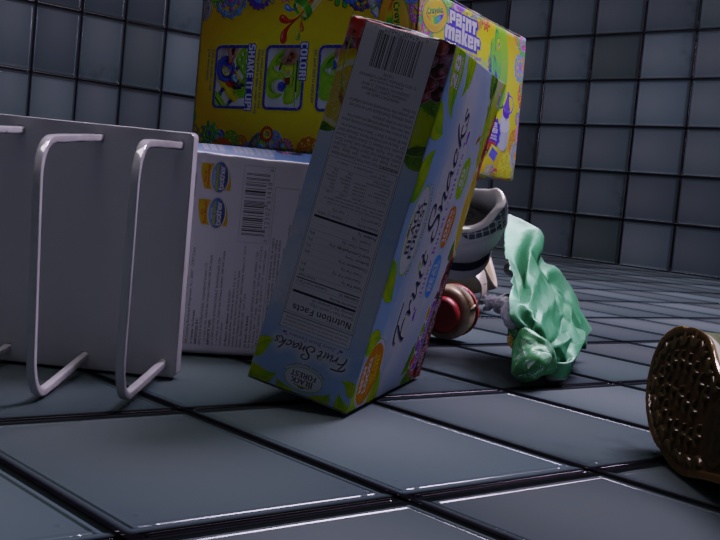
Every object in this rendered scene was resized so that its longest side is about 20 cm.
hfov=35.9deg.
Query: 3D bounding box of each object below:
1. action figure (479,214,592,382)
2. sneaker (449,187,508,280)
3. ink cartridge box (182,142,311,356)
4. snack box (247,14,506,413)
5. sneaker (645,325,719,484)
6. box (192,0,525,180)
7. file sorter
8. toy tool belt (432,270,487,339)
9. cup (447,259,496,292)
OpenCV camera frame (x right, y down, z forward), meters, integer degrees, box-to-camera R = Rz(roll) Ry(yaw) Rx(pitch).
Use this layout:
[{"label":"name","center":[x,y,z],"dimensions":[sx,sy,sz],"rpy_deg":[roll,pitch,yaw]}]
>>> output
[{"label":"action figure","center":[0.130,0.035,0.822],"dimensions":[0.118,0.055,0.200],"rpy_deg":[49,19,-5]},{"label":"sneaker","center":[0.014,-0.050,0.851],"dimensions":[0.197,0.077,0.081],"rpy_deg":[5,-25,-5]},{"label":"ink cartridge box","center":[-0.080,-0.015,0.765],"dimensions":[0.197,0.138,0.076],"rpy_deg":[5,8,-15]},{"label":"snack box","center":[0.016,-0.031,0.654],"dimensions":[0.067,0.203,0.168],"rpy_deg":[17,6,15]},{"label":"sneaker","center":[0.199,0.074,0.501],"dimensions":[0.089,0.068,0.200],"rpy_deg":[13,4,-4]},{"label":"box","center":[0.004,-0.145,0.884],"dimensions":[0.191,0.124,0.199],"rpy_deg":[6,2,31]},{"label":"file sorter","center":[-0.198,-0.012,0.586],"dimensions":[0.197,0.141,0.125],"rpy_deg":[6,6,0]},{"label":"toy tool belt","center":[0.000,0.000,0.935],"dimensions":[0.199,0.126,0.123],"rpy_deg":[36,20,14]},{"label":"cup","center":[0.054,-0.051,1.254],"dimensions":[0.142,0.203,0.200],"rpy_deg":[-21,-1,10]}]
